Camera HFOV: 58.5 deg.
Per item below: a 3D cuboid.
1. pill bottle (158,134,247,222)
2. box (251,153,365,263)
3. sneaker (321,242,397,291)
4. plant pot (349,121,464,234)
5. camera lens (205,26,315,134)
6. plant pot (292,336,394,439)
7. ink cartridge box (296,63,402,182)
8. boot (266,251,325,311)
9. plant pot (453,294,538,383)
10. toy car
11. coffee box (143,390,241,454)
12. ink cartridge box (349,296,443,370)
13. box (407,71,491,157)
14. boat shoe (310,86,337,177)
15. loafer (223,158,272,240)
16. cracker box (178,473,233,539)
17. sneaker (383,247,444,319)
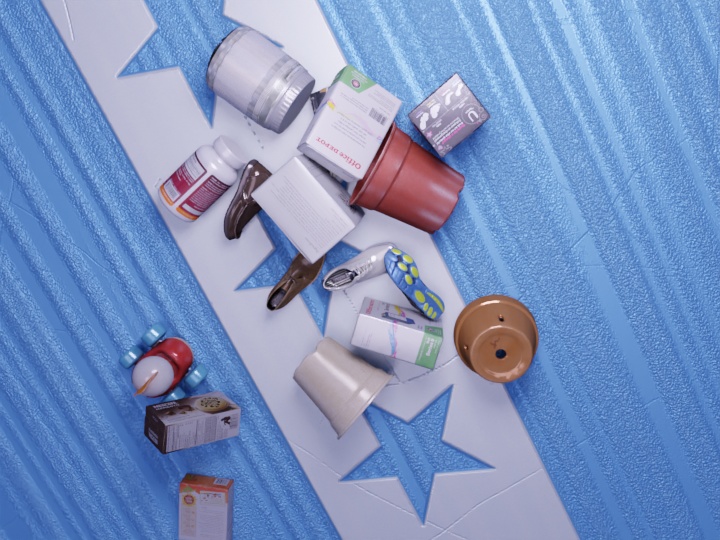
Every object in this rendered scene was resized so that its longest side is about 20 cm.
[{"bbox_3d":[-0.359,-0.213,1.480,0.200,0.113,0.113,-40,96,13],"label":"pill bottle"},{"bbox_3d":[-0.108,-0.145,1.423,0.131,0.199,0.200,-40,96,13],"label":"box"},{"bbox_3d":[0.000,0.000,1.511,0.200,0.071,0.073,-29,98,12],"label":"sneaker"},{"bbox_3d":[0.107,-0.186,1.403,0.195,0.201,0.201,28,105,-9],"label":"plant pot"},{"bbox_3d":[-0.219,-0.413,1.392,0.200,0.160,0.160,35,104,-2],"label":"camera lens"},{"bbox_3d":[-0.053,0.264,1.533,0.183,0.200,0.200,41,104,8],"label":"plant pot"},{"bbox_3d":[-0.025,-0.310,1.380,0.145,0.084,0.200,30,80,-20],"label":"ink cartridge box"},{"bbox_3d":[-0.154,0.021,1.533,0.074,0.075,0.200,39,103,-2],"label":"boot"},{"bbox_3d":[0.316,0.171,1.482,0.200,0.140,0.200,2,104,6],"label":"plant pot"},{"bbox_3d":[-0.506,0.259,1.563,0.177,0.200,0.184,-43,95,14],"label":"toy car"},{"bbox_3d":[-0.409,0.367,1.567,0.113,0.200,0.080,22,110,47],"label":"coffee box"},{"bbox_3d":[0.086,0.143,1.497,0.200,0.145,0.088,15,104,3],"label":"ink cartridge box"},{"bbox_3d":[0.184,-0.322,1.348,0.132,0.200,0.115,-39,95,14],"label":"box"},{"bbox_3d":[-0.076,-0.310,1.448,0.062,0.075,0.200,-5,98,13],"label":"boat shoe"},{"bbox_3d":[-0.261,-0.156,1.502,0.071,0.073,0.200,24,105,1],"label":"loafer"},{"bbox_3d":[-0.412,0.652,1.720,0.134,0.058,0.200,6,103,6],"label":"cracker box"},{"bbox_3d":[0.115,0.035,1.497,0.071,0.083,0.200,-44,107,-17],"label":"sneaker"}]
